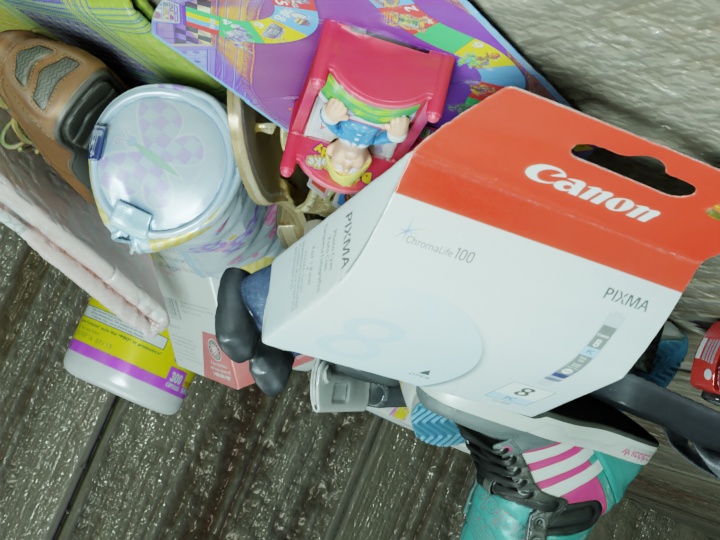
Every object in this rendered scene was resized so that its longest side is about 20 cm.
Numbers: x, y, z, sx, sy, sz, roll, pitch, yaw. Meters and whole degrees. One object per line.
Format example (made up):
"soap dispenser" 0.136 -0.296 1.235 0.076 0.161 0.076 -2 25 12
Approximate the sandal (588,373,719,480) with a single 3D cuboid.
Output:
"sandal" 0.224 0.114 0.847 0.198 0.043 0.076 23 175 -10

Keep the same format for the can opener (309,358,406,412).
"can opener" 0.023 0.080 0.993 0.066 0.053 0.200 9 179 26

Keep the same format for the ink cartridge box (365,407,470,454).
"ink cartridge box" 0.091 0.087 1.153 0.199 0.130 0.125 18 172 42

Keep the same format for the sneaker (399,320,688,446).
"sneaker" 0.123 0.055 0.906 0.198 0.081 0.077 -8 136 -9

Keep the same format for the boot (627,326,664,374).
"boot" 0.106 0.015 0.785 0.129 0.068 0.200 15 172 19

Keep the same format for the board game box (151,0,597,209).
"board game box" 0.005 -0.061 0.572 0.157 0.039 0.199 1 160 37

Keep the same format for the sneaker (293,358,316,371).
"sneaker" -0.018 0.022 1.093 0.115 0.074 0.201 23 -153 -24

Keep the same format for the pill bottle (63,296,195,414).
"pill bottle" -0.158 0.008 1.103 0.103 0.202 0.104 22 173 3

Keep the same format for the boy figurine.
"boy figurine" 0.025 0.009 0.722 0.198 0.065 0.125 -16 134 23

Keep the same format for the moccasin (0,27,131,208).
"moccasin" -0.171 -0.088 0.796 0.077 0.074 0.201 36 178 10

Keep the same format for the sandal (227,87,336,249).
"sandal" -0.020 -0.063 0.726 0.069 0.079 0.212 -3 164 5

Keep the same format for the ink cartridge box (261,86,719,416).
"ink cartridge box" 0.070 0.004 0.588 0.159 0.048 0.200 18 153 -25

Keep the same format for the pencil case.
"pencil case" -0.091 -0.045 0.780 0.082 0.092 0.200 10 177 7

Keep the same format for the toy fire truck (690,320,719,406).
"toy fire truck" 0.312 0.095 0.815 0.199 0.049 0.141 29 171 -27

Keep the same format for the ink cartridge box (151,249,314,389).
"ink cartridge box" -0.105 -0.029 0.951 0.067 0.202 0.116 -20 -165 -26

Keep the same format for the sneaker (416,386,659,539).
"sneaker" 0.089 0.126 0.835 0.199 0.122 0.084 22 -168 -37

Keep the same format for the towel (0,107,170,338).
"towel" -0.210 -0.068 0.899 0.191 0.032 0.201 44 -165 -44

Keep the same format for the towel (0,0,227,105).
"towel" -0.158 -0.137 0.773 0.199 0.023 0.143 18 170 37
